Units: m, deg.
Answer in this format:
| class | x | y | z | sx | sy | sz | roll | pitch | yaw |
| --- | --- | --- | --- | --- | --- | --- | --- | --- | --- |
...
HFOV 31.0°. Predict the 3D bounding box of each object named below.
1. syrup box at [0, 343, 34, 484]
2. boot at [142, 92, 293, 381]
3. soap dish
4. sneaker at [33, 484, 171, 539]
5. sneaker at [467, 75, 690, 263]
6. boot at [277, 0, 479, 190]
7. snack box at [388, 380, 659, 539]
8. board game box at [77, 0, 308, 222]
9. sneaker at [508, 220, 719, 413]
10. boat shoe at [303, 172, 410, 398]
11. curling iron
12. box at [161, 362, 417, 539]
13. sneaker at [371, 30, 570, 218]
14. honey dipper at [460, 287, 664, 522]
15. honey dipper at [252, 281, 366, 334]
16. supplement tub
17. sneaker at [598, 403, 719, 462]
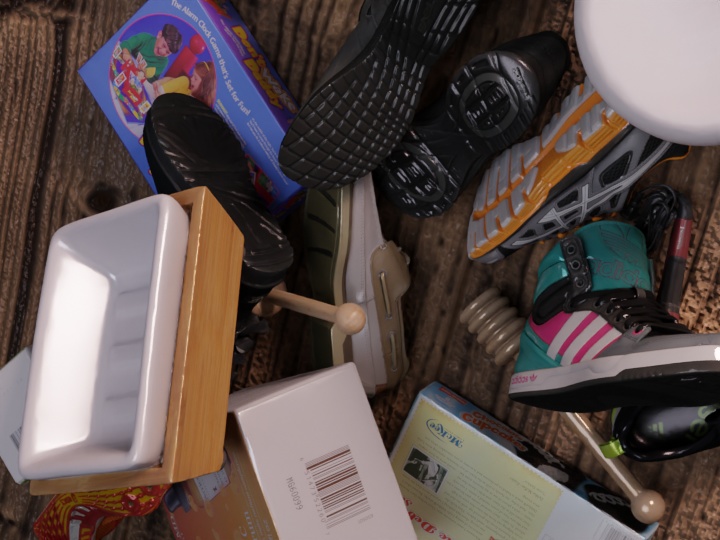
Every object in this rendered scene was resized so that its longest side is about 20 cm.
| class | x | y | z | sx | sy | sz | roll | pitch | yaw |
| --- | --- | --- | --- | --- | --- | --- | --- | --- | --- |
| syrup box | -0.205 | 0.091 | 1.042 | 0.079 | 0.200 | 0.082 | -37 | 81 | 28 |
| boot | -0.136 | -0.015 | 1.009 | 0.199 | 0.073 | 0.163 | 58 | 134 | 24 |
| soap dish | -0.155 | 0.054 | 0.896 | 0.157 | 0.081 | 0.201 | -13 | 65 | 42 |
| sneaker | -0.195 | 0.162 | 1.022 | 0.073 | 0.077 | 0.200 | 45 | 135 | -7 |
| sneaker | 0.144 | -0.058 | 0.901 | 0.077 | 0.079 | 0.200 | 26 | 139 | -22 |
| boot | 0.014 | -0.156 | 0.929 | 0.068 | 0.131 | 0.200 | 32 | 110 | -18 |
| snack box | 0.110 | 0.186 | 0.985 | 0.200 | 0.037 | 0.117 | 32 | 114 | 19 |
| board game box | -0.125 | -0.121 | 1.049 | 0.134 | 0.045 | 0.200 | -37 | 82 | 28 |
| sneaker | 0.175 | 0.025 | 0.840 | 0.200 | 0.083 | 0.121 | -14 | 63 | 57 |
| boat shoe | 0.000 | 0.000 | 0.991 | 0.075 | 0.068 | 0.201 | -142 | 49 | -61 |
| curling iron | 0.206 | 0.036 | 0.916 | 0.049 | 0.025 | 0.201 | 16 | 113 | 47 |
| box | -0.067 | 0.168 | 0.991 | 0.200 | 0.106 | 0.153 | -21 | 89 | 59 |
| sneaker | 0.080 | -0.103 | 0.930 | 0.076 | 0.091 | 0.200 | 54 | 141 | -3 |
| honey dipper | 0.149 | 0.098 | 0.938 | 0.200 | 0.038 | 0.038 | 50 | 117 | 13 |
| honey dipper | -0.049 | 0.023 | 0.980 | 0.200 | 0.038 | 0.038 | 9 | 107 | 62 |
| supplement tub | 0.222 | -0.153 | 0.770 | 0.145 | 0.200 | 0.146 | 5 | 102 | 27 |
| sneaker | 0.253 | 0.082 | 0.854 | 0.200 | 0.083 | 0.072 | -31 | 87 | 18 |
